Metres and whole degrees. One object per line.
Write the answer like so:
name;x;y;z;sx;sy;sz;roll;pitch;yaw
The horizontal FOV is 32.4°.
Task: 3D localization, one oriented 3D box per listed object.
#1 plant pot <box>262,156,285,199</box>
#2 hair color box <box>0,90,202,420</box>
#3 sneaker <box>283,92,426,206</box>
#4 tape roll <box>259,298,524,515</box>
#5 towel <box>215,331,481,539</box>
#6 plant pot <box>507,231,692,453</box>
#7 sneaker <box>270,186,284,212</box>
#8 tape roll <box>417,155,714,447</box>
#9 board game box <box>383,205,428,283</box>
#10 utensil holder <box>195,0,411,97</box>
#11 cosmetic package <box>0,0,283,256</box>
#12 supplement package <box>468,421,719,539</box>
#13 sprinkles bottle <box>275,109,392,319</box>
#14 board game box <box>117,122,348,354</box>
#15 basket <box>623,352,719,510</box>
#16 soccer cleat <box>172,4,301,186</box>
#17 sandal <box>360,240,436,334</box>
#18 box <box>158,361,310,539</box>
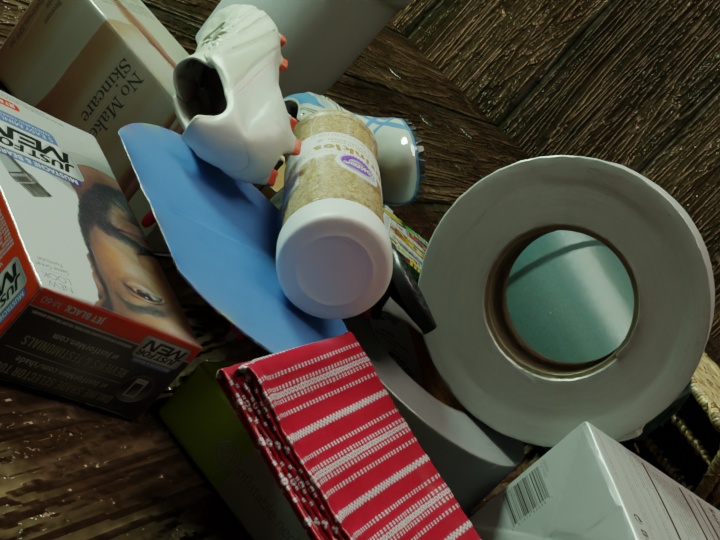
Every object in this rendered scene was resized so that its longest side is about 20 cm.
plant pot;-0.065;-0.081;1.191;0.200;0.027;0.200;38;16;-13
hair color box;-0.177;-0.019;0.685;0.111;0.064;0.200;27;23;-47
sneaker;-0.016;-0.092;0.953;0.072;0.072;0.200;-11;21;-28
tape roll;0.024;0.086;0.892;0.200;0.066;0.200;39;16;-14
towel;0.016;0.123;0.634;0.200;0.022;0.145;58;22;11
plant pot;0.199;0.066;1.171;0.200;0.200;0.196;20;34;-54
sneaker;-0.008;-0.007;1.009;0.200;0.095;0.079;32;16;-36
tape roll;0.144;0.021;0.865;0.202;0.202;0.071;46;14;10
board game box;0.025;-0.032;1.160;0.105;0.023;0.200;40;10;-5
utensil holder;-0.068;-0.294;1.423;0.170;0.200;0.170;39;15;-13
cosmetic package;-0.164;-0.113;0.895;0.200;0.103;0.087;47;19;21
supplement package;0.188;0.217;0.832;0.200;0.121;0.120;34;23;-29
sprinkles bottle;-0.018;-0.042;0.796;0.068;0.068;0.200;38;18;-18
board game box;-0.083;-0.003;0.739;0.158;0.039;0.200;28;25;-48
basket;0.304;0.152;1.260;0.149;0.143;0.200;20;30;-49
soccer cleat;-0.090;-0.131;0.825;0.078;0.069;0.200;25;28;-29
sandal;0.000;0.000;0.865;0.075;0.045;0.200;63;-8;-25
box;-0.012;0.137;0.702;0.200;0.048;0.122;49;18;21
